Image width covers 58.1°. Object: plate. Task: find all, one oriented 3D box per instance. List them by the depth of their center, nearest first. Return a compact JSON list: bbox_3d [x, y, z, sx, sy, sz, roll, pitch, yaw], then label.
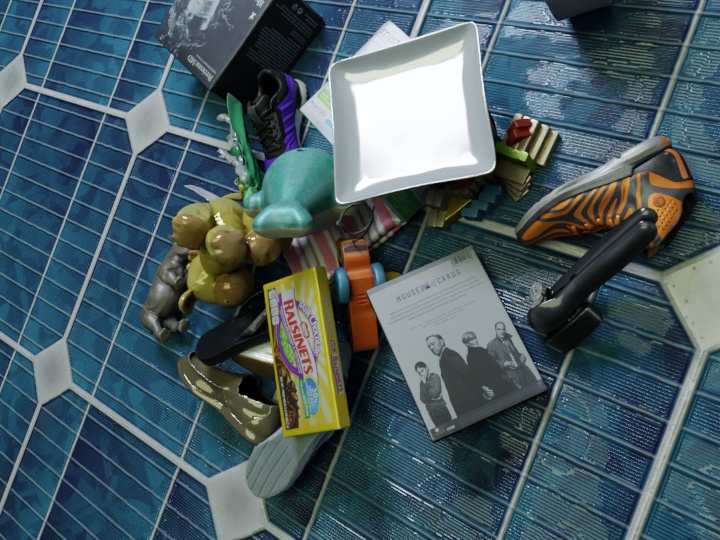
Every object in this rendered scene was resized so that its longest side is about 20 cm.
[{"bbox_3d":[0.060,-0.187,0.796,0.199,0.032,0.201,-10,73,21],"label":"plate"}]

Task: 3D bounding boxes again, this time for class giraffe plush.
[{"bbox_3d":[-0.204,-0.015,0.950,0.200,0.172,0.163,35,121,40],"label":"giraffe plush"}]

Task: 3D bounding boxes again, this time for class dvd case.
[{"bbox_3d":[0.113,0.085,0.789,0.150,0.025,0.201,-23,70,-4],"label":"dvd case"}]

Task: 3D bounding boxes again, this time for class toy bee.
[{"bbox_3d":[0.000,0.000,0.870,0.109,0.130,0.201,-119,45,-65],"label":"toy bee"}]

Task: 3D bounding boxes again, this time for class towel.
[{"bbox_3d":[-0.038,-0.073,0.948,0.200,0.030,0.147,-37,64,18],"label":"towel"}]

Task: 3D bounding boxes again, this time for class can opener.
[{"bbox_3d":[0.254,0.007,0.718,0.078,0.064,0.200,26,126,-6],"label":"can opener"}]

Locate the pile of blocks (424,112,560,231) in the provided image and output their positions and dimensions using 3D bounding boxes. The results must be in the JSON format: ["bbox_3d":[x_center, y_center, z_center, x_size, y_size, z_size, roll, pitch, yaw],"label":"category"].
[{"bbox_3d":[0.162,-0.118,0.825,0.200,0.062,0.082,-43,62,15],"label":"pile of blocks"}]

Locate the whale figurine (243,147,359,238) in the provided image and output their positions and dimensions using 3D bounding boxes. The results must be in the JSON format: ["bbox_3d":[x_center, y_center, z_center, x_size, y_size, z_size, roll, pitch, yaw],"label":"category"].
[{"bbox_3d":[-0.080,-0.101,0.848,0.158,0.200,0.104,0,109,12],"label":"whale figurine"}]

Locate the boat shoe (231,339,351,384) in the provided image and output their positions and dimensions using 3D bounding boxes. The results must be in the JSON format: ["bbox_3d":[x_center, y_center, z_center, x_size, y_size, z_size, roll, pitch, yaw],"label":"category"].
[{"bbox_3d":[-0.100,0.116,0.925,0.199,0.071,0.070,6,62,25],"label":"boat shoe"}]

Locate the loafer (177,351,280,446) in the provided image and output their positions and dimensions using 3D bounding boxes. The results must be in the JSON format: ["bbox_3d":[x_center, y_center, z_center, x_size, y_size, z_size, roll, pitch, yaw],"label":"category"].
[{"bbox_3d":[-0.187,0.176,0.957,0.200,0.076,0.068,35,96,21],"label":"loafer"}]

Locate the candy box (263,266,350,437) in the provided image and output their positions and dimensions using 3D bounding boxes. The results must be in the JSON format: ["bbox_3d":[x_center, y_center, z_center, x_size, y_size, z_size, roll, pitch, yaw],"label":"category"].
[{"bbox_3d":[-0.071,0.104,0.820,0.102,0.026,0.201,-19,75,36],"label":"candy box"}]

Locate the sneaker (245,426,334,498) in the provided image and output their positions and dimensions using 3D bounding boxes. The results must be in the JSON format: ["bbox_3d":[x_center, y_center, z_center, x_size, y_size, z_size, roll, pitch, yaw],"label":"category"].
[{"bbox_3d":[-0.082,0.237,0.883,0.073,0.071,0.200,50,115,22],"label":"sneaker"}]

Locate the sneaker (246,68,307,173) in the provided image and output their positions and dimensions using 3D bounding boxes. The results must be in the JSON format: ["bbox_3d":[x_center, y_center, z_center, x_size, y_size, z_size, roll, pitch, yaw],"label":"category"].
[{"bbox_3d":[-0.137,-0.216,0.993,0.069,0.099,0.201,-9,74,30],"label":"sneaker"}]

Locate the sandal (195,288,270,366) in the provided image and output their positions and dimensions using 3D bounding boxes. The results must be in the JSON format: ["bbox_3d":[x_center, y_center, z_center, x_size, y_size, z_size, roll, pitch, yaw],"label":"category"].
[{"bbox_3d":[-0.148,0.068,0.908,0.200,0.043,0.076,-32,38,2],"label":"sandal"}]

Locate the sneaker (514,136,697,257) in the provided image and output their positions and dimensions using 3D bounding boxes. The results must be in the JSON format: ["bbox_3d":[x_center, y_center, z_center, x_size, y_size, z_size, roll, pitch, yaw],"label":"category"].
[{"bbox_3d":[0.279,-0.055,0.736,0.200,0.077,0.113,-32,73,29],"label":"sneaker"}]

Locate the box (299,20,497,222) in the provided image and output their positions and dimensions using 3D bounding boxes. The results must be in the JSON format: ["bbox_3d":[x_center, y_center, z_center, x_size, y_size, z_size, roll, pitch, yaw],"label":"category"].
[{"bbox_3d":[0.048,-0.203,0.876,0.176,0.097,0.200,-44,62,5],"label":"box"}]

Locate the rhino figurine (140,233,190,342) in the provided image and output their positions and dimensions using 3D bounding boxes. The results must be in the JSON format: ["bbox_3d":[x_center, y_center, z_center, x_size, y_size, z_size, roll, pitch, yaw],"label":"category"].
[{"bbox_3d":[-0.304,0.015,1.063,0.087,0.060,0.201,11,81,42],"label":"rhino figurine"}]

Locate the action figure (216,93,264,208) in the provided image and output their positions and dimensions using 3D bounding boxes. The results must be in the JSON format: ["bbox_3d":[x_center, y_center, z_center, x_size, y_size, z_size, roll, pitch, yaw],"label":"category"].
[{"bbox_3d":[-0.174,-0.157,0.965,0.054,0.118,0.201,-21,50,0],"label":"action figure"}]

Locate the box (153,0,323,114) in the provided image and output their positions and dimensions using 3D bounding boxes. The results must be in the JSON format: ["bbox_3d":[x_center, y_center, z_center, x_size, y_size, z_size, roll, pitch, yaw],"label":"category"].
[{"bbox_3d":[-0.202,-0.397,1.064,0.197,0.117,0.200,45,103,29],"label":"box"}]

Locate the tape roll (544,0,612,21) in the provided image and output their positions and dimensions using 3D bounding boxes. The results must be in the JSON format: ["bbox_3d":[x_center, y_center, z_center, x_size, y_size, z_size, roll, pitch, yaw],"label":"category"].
[{"bbox_3d":[0.242,-0.405,0.762,0.066,0.200,0.202,-9,75,29],"label":"tape roll"}]
